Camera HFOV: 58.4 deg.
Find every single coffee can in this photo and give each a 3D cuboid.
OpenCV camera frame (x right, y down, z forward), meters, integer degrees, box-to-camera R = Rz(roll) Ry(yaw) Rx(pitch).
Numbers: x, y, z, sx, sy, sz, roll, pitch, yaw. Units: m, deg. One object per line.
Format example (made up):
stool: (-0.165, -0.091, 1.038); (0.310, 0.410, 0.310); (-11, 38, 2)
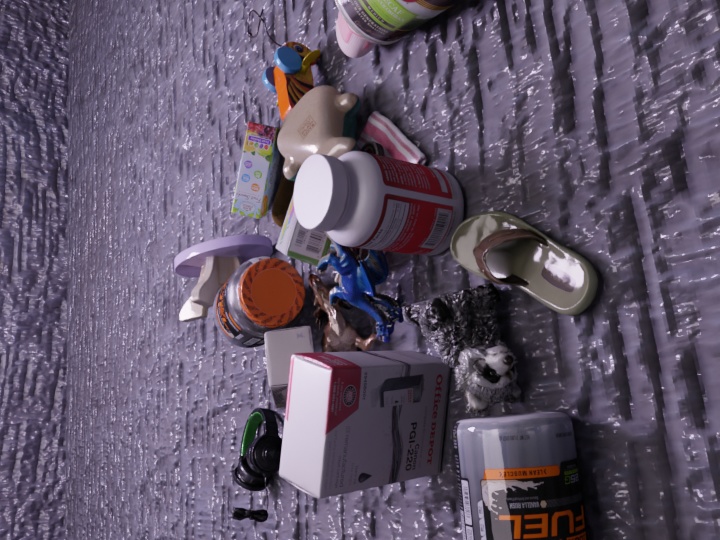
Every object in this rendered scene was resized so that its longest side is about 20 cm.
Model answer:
coffee can: (0.074, -0.390, 0.798); (0.199, 0.144, 0.149); (-11, 78, 53)

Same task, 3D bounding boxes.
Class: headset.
headset: (-0.187, 0.335, 1.119); (0.124, 0.093, 0.202); (-55, 35, 35)

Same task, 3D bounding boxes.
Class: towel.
towel: (0.015, -0.113, 0.944); (0.147, 0.030, 0.202); (51, 125, 43)

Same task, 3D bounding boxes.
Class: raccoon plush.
raccoon plush: (0.122, 0.093, 0.763); (0.200, 0.095, 0.136); (141, 114, -81)

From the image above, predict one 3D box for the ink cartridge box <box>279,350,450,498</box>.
ink cartridge box: (0.011, 0.177, 0.776); (0.084, 0.198, 0.149); (8, 93, 47)

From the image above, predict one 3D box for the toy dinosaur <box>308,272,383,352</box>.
toy dinosaur: (-0.033, 0.111, 0.949); (0.136, 0.084, 0.203); (-132, 44, -54)

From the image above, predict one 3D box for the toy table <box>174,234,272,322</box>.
toy table: (-0.251, 0.020, 1.185); (0.197, 0.183, 0.119); (-18, 69, 28)

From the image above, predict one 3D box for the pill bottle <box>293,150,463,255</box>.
pill bottle: (0.023, -0.082, 0.787); (0.111, 0.197, 0.115); (-9, 78, 52)

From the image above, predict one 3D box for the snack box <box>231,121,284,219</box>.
snack box: (-0.159, -0.170, 1.083); (0.200, 0.052, 0.145); (-75, -4, -80)

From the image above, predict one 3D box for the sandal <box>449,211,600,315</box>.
sandal: (0.168, -0.015, 0.701); (0.200, 0.057, 0.081); (30, 110, 51)

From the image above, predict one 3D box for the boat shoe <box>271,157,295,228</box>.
boat shoe: (-0.100, -0.170, 1.075); (0.069, 0.070, 0.203); (-132, 65, -79)

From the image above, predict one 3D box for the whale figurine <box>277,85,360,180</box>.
whale figurine: (-0.046, -0.186, 0.953); (0.159, 0.103, 0.201); (-47, 37, 11)

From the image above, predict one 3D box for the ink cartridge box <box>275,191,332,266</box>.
ink cartridge box: (-0.080, -0.071, 0.959); (0.200, 0.058, 0.106); (-153, 81, -76)

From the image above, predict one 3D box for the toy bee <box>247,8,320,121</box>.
toy bee: (-0.105, -0.341, 1.073); (0.130, 0.107, 0.204); (-7, 92, 54)

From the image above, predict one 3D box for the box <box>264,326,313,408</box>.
box: (-0.103, 0.151, 0.970); (0.201, 0.067, 0.084); (101, 162, -68)

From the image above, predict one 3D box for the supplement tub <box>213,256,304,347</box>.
supplement tub: (-0.159, 0.051, 1.014); (0.200, 0.120, 0.125); (148, 120, -65)

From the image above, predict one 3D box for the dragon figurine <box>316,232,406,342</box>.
dragon figurine: (0.000, 0.000, 0.844); (0.098, 0.059, 0.203); (2, 122, 30)

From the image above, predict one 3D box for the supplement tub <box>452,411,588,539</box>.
supplement tub: (0.159, 0.245, 0.632); (0.122, 0.121, 0.204); (-20, 71, 51)

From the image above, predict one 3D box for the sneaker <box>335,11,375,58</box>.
sneaker: (0.007, -0.408, 0.949); (0.105, 0.074, 0.204); (130, 152, -70)

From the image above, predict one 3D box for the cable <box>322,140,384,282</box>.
cable: (-0.008, -0.079, 0.908); (0.097, 0.050, 0.203); (43, 121, 53)
